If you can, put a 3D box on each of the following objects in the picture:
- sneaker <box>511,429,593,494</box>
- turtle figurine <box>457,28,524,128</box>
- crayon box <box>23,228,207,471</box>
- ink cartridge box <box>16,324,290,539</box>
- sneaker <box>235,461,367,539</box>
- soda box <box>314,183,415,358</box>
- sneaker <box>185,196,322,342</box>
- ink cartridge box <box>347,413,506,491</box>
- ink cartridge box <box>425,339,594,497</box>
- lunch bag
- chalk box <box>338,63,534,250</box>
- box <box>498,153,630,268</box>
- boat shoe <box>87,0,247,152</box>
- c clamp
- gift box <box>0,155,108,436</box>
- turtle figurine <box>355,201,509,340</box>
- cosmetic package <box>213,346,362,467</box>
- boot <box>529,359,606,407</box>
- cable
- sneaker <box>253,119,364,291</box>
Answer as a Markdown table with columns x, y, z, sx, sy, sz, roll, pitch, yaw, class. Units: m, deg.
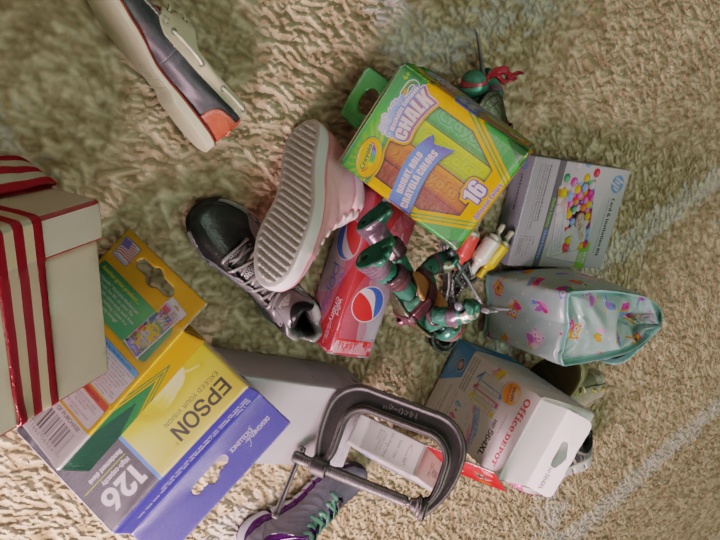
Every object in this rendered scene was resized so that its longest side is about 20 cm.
| x | y | z | sx | sy | sz | roll | pitch | yaw | class |
| --- | --- | --- | --- | --- | --- | --- | --- | --- | --- |
| 0.326 | 0.309 | 1.145 | 0.199 | 0.074 | 0.088 | -11 | 115 | -33 | sneaker |
| 0.132 | -0.172 | 0.814 | 0.149 | 0.101 | 0.201 | -29 | 128 | -19 | turtle figurine |
| -0.245 | 0.076 | 0.657 | 0.200 | 0.126 | 0.052 | -49 | 159 | -5 | crayon box |
| -0.211 | 0.161 | 0.696 | 0.200 | 0.047 | 0.198 | 42 | 82 | 8 | ink cartridge box |
| -0.063 | 0.338 | 0.905 | 0.199 | 0.087 | 0.075 | -29 | 122 | -19 | sneaker |
| 0.000 | 0.000 | 0.815 | 0.063 | 0.070 | 0.201 | 11 | 102 | -37 | soda box |
| -0.098 | 0.007 | 0.728 | 0.075 | 0.115 | 0.200 | -45 | 126 | -8 | sneaker |
| 0.091 | 0.255 | 0.869 | 0.045 | 0.176 | 0.200 | -64 | 156 | -15 | ink cartridge box |
| 0.211 | 0.207 | 0.950 | 0.125 | 0.200 | 0.129 | 22 | 97 | -36 | ink cartridge box |
| 0.301 | 0.059 | 0.963 | 0.199 | 0.170 | 0.123 | -2 | 101 | -31 | lunch bag |
| 0.067 | -0.138 | 0.724 | 0.200 | 0.124 | 0.125 | 36 | 111 | 6 | chalk box |
| 0.292 | -0.083 | 0.981 | 0.199 | 0.041 | 0.157 | 1 | 109 | -33 | box |
| -0.177 | -0.204 | 0.622 | 0.063 | 0.071 | 0.200 | -45 | 128 | -16 | boat shoe |
| 0.015 | 0.223 | 0.775 | 0.027 | 0.199 | 0.172 | 58 | 45 | -70 | c clamp |
| -0.334 | 0.012 | 0.529 | 0.185 | 0.199 | 0.188 | -43 | 142 | -61 | gift box |
| 0.076 | 0.022 | 0.745 | 0.101 | 0.150 | 0.200 | -44 | 120 | 10 | turtle figurine |
| -0.099 | 0.168 | 0.818 | 0.199 | 0.081 | 0.113 | 17 | 100 | -34 | cosmetic package |
| 0.330 | 0.179 | 1.062 | 0.154 | 0.072 | 0.200 | -13 | 145 | -29 | boot |
| 0.134 | 0.021 | 0.918 | 0.097 | 0.050 | 0.201 | 16 | 100 | -32 | cable |
| -0.044 | -0.054 | 0.724 | 0.105 | 0.075 | 0.201 | 40 | 50 | -45 | sneaker |
